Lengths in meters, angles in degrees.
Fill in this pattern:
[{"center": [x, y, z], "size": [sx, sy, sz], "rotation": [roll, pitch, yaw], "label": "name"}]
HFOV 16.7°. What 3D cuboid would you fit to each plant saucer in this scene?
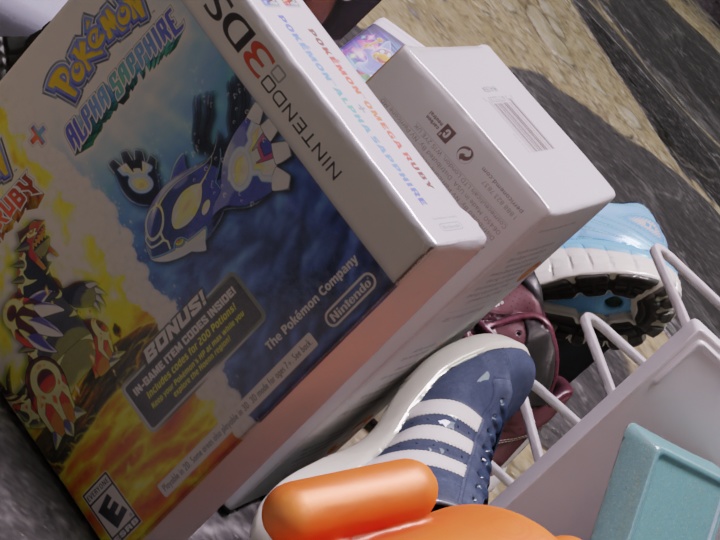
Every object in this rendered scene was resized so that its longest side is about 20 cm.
[{"center": [0.109, 0.170, 1.049], "size": [0.019, 0.200, 0.070], "rotation": [12, -11, 47], "label": "plant saucer"}]

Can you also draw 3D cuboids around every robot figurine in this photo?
[{"center": [0.015, 0.154, 0.912], "size": [0.116, 0.144, 0.200], "rotation": [24, 25, 33], "label": "robot figurine"}]

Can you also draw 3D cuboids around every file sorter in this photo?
[{"center": [0.122, 0.110, 1.166], "size": [0.139, 0.200, 0.125], "rotation": [41, 14, -20], "label": "file sorter"}]

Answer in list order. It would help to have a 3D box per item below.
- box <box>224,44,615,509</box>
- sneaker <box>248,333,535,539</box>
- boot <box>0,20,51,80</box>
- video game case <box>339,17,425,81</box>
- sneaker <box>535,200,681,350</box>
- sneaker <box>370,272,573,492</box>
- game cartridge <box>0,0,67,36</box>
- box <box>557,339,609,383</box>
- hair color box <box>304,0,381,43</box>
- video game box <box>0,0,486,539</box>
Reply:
[{"center": [0.000, 0.000, 1.100], "size": [0.098, 0.200, 0.124], "rotation": [49, 17, 8], "label": "box"}, {"center": [0.036, 0.100, 1.072], "size": [0.084, 0.075, 0.200], "rotation": [28, 42, 23], "label": "sneaker"}, {"center": [-0.094, -0.067, 1.083], "size": [0.131, 0.200, 0.068], "rotation": [21, 74, -49], "label": "boot"}, {"center": [0.003, -0.041, 1.256], "size": [0.143, 0.018, 0.200], "rotation": [37, 51, 16], "label": "video game case"}, {"center": [0.072, -0.012, 1.329], "size": [0.199, 0.079, 0.090], "rotation": [7, 47, -3], "label": "sneaker"}, {"center": [0.031, 0.022, 1.267], "size": [0.200, 0.115, 0.076], "rotation": [40, 19, -24], "label": "sneaker"}, {"center": [-0.143, -0.192, 1.208], "size": [0.133, 0.041, 0.200], "rotation": [29, 59, 1], "label": "game cartridge"}, {"center": [0.044, -0.015, 1.441], "size": [0.200, 0.079, 0.141], "rotation": [54, 22, 19], "label": "box"}, {"center": [-0.058, -0.151, 1.285], "size": [0.101, 0.200, 0.061], "rotation": [32, 23, -40], "label": "hair color box"}, {"center": [-0.075, -0.017, 0.960], "size": [0.182, 0.200, 0.047], "rotation": [54, 27, 19], "label": "video game box"}]
